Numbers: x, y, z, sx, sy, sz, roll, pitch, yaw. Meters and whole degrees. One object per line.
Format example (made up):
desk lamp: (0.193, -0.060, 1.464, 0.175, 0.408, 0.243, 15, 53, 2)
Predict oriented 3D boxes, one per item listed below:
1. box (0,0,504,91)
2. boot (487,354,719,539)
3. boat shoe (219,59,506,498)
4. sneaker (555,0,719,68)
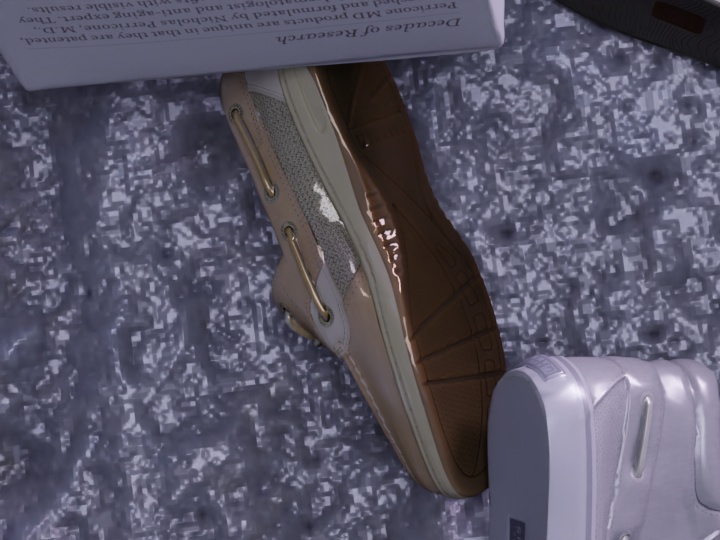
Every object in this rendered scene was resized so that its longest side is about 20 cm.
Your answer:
box: (-0.051, -0.190, 0.913, 0.199, 0.131, 0.199, -4, 67, 9)
boot: (0.101, 0.132, 0.945, 0.095, 0.074, 0.201, -1, 101, -25)
boat shoe: (0.000, 0.000, 0.966, 0.065, 0.072, 0.200, -22, 88, 32)
sneaker: (0.142, -0.150, 0.987, 0.200, 0.075, 0.106, 26, 73, 0)
